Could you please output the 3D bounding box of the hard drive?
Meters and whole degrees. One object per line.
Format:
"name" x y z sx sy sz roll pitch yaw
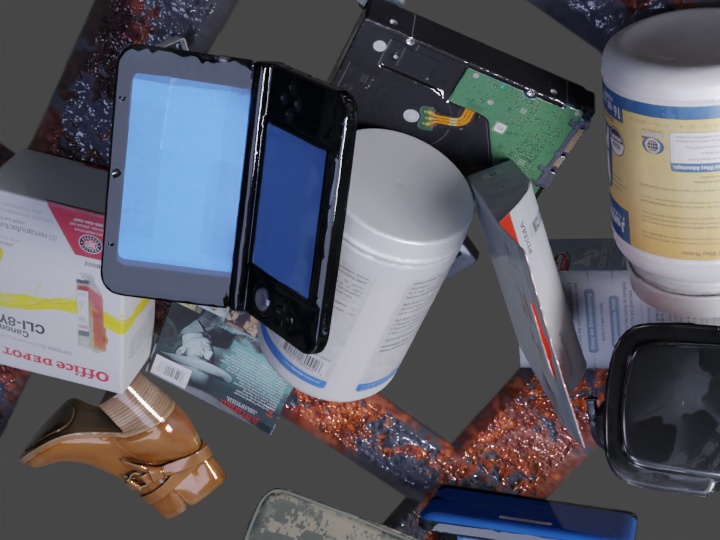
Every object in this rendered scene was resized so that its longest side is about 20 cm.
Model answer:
"hard drive" 0.070 -0.124 1.052 0.198 0.038 0.140 21 136 -10

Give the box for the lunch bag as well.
"lunch bag" -0.025 0.319 1.327 0.198 0.140 0.168 18 166 7

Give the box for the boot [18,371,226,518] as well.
"boot" -0.249 0.198 1.373 0.199 0.077 0.156 -30 112 23

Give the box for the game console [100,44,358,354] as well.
"game console" -0.102 -0.052 0.982 0.176 0.116 0.202 31 119 50

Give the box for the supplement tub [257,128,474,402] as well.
"supplement tub" 0.000 0.000 1.067 0.131 0.132 0.201 26 132 0

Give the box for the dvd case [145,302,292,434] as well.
"dvd case" -0.116 0.055 1.265 0.145 0.022 0.201 26 123 1

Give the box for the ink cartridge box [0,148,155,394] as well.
"ink cartridge box" -0.274 0.004 1.245 0.144 0.084 0.202 13 124 9

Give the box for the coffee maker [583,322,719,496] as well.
"coffee maker" 0.247 0.115 0.990 0.191 0.200 0.136 -22 72 21

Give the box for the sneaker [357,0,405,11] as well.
"sneaker" 0.012 -0.287 0.984 0.085 0.078 0.201 -10 119 15

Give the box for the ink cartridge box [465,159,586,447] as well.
"ink cartridge box" 0.139 0.018 0.987 0.047 0.200 0.161 -20 110 -1

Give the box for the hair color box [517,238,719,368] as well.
"hair color box" 0.232 0.028 1.115 0.198 0.061 0.100 -1 120 17

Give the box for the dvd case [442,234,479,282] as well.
"dvd case" -0.011 -0.054 1.152 0.150 0.025 0.201 -31 106 23

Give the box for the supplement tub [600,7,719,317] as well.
"supplement tub" 0.259 -0.082 0.988 0.143 0.145 0.202 0 120 17

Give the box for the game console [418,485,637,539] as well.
"game console" 0.162 0.283 1.264 0.198 0.171 0.120 5 95 14

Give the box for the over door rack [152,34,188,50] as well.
"over door rack" -0.140 -0.084 1.104 0.147 0.066 0.202 32 131 51
